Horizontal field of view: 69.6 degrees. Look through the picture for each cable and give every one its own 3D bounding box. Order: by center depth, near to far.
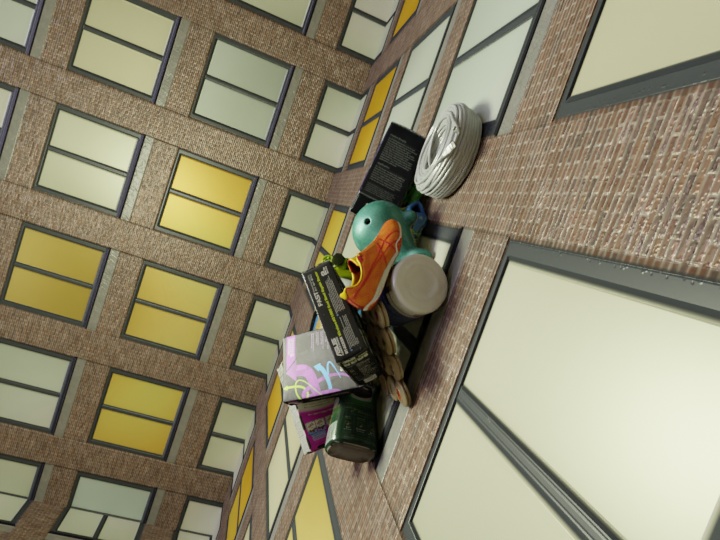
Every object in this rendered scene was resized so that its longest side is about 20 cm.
[{"bbox_3d":[0.182,-0.253,1.094,0.200,0.069,0.201,122,162,-48],"label":"cable"}]

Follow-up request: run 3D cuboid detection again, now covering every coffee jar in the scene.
[{"bbox_3d":[-0.012,0.286,1.079,0.086,0.103,0.201,119,164,-45],"label":"coffee jar"}]

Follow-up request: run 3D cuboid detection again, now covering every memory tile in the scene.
[{"bbox_3d":[0.043,0.152,0.984,0.153,0.017,0.202,-178,72,-76],"label":"memory tile"}]

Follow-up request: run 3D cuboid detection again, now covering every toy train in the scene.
[{"bbox_3d":[0.129,-0.181,1.286,0.057,0.041,0.201,-98,28,-43],"label":"toy train"}]

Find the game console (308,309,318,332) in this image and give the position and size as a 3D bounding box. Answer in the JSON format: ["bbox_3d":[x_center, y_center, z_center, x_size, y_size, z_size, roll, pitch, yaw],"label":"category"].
[{"bbox_3d":[-0.082,0.202,1.464,0.172,0.118,0.202,140,146,-67],"label":"game console"}]

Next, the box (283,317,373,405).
[{"bbox_3d":[-0.071,0.190,1.074,0.198,0.036,0.144,-16,61,20],"label":"box"}]

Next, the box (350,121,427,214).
[{"bbox_3d":[0.068,-0.229,1.260,0.148,0.104,0.202,131,164,-74],"label":"box"}]

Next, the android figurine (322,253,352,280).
[{"bbox_3d":[0.000,0.000,1.264,0.200,0.180,0.042,39,-120,-70],"label":"android figurine"}]

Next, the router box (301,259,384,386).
[{"bbox_3d":[-0.032,0.101,0.980,0.201,0.062,0.150,65,-178,30],"label":"router box"}]

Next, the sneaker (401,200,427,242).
[{"bbox_3d":[0.100,-0.078,1.178,0.105,0.075,0.202,129,156,-56],"label":"sneaker"}]

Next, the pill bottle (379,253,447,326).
[{"bbox_3d":[0.079,0.047,1.010,0.200,0.110,0.112,140,147,-66],"label":"pill bottle"}]

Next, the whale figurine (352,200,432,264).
[{"bbox_3d":[0.061,-0.067,1.105,0.159,0.104,0.200,-48,56,10],"label":"whale figurine"}]

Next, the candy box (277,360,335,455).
[{"bbox_3d":[-0.090,0.286,1.151,0.061,0.135,0.202,-51,56,56],"label":"candy box"}]

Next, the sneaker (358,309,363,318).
[{"bbox_3d":[0.045,0.091,1.180,0.073,0.082,0.200,-44,4,31],"label":"sneaker"}]

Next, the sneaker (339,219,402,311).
[{"bbox_3d":[0.023,-0.024,0.942,0.073,0.077,0.201,-51,12,54],"label":"sneaker"}]

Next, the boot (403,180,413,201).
[{"bbox_3d":[0.080,-0.215,1.442,0.200,0.076,0.157,131,153,-53],"label":"boot"}]

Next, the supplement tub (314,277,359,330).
[{"bbox_3d":[-0.036,0.131,1.306,0.145,0.143,0.202,172,116,-76],"label":"supplement tub"}]
